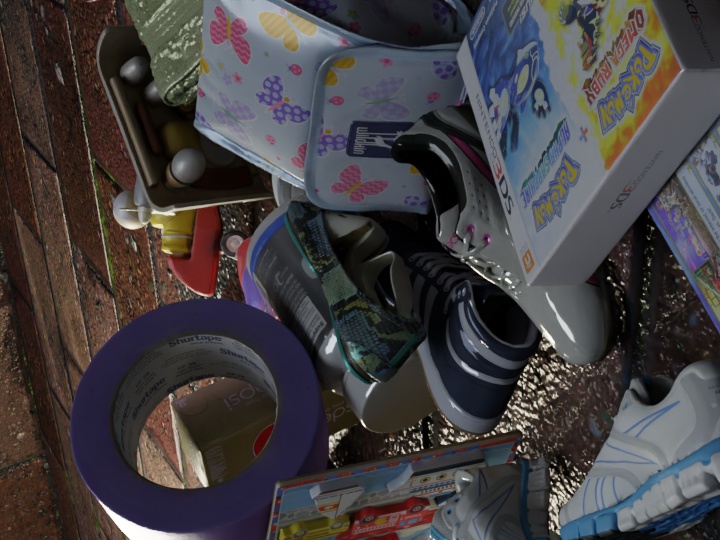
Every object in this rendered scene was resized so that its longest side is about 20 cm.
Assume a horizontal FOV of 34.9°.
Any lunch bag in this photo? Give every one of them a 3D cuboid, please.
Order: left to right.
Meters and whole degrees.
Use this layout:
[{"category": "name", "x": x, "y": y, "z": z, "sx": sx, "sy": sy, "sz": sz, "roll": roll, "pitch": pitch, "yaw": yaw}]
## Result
[{"category": "lunch bag", "x": -0.016, "y": -0.143, "z": 0.846, "sx": 0.200, "sy": 0.127, "sz": 0.170, "roll": 29, "pitch": 142, "yaw": 10}]

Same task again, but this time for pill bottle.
[{"category": "pill bottle", "x": -0.006, "y": 0.034, "z": 0.973, "sx": 0.200, "sy": 0.114, "sz": 0.114, "roll": 52, "pitch": 148, "yaw": 36}]

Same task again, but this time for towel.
[{"category": "towel", "x": -0.142, "y": -0.261, "z": 1.065, "sx": 0.200, "sy": 0.036, "sz": 0.148, "roll": -36, "pitch": 69, "yaw": 33}]

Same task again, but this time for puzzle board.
[{"category": "puzzle board", "x": 0.023, "y": 0.193, "z": 0.913, "sx": 0.151, "sy": 0.200, "sz": 0.017, "roll": 103, "pitch": 152, "yaw": -47}]

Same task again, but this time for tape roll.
[{"category": "tape roll", "x": -0.127, "y": 0.129, "z": 0.932, "sx": 0.200, "sy": 0.200, "sz": 0.085, "roll": 58, "pitch": 167, "yaw": 29}]

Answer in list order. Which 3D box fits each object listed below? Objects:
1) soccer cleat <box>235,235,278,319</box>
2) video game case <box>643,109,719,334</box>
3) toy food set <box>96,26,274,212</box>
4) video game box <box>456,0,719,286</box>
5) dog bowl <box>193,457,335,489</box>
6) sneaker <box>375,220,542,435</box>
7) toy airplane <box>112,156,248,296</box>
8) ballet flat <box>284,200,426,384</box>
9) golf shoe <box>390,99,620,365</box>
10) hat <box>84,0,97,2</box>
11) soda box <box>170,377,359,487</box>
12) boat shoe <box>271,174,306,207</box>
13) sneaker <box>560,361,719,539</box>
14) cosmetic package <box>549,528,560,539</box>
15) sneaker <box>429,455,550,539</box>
[{"category": "soccer cleat", "x": -0.084, "y": 0.057, "z": 1.211, "sx": 0.076, "sy": 0.067, "sz": 0.200, "roll": 1, "pitch": 104, "yaw": 59}, {"category": "video game case", "x": 0.235, "y": -0.004, "z": 0.533, "sx": 0.200, "sy": 0.045, "sz": 0.181, "roll": 65, "pitch": 153, "yaw": 18}, {"category": "toy food set", "x": -0.165, "y": -0.154, "z": 1.149, "sx": 0.060, "sy": 0.143, "sz": 0.200, "roll": -33, "pitch": 74, "yaw": 46}, {"category": "video game box", "x": 0.123, "y": -0.117, "z": 0.646, "sx": 0.200, "sy": 0.047, "sz": 0.182, "roll": 115, "pitch": 145, "yaw": -55}, {"category": "dog bowl", "x": -0.108, "y": 0.271, "z": 1.232, "sx": 0.079, "sy": 0.200, "sz": 0.200, "roll": 58, "pitch": 151, "yaw": 26}, {"category": "sneaker", "x": 0.070, "y": 0.013, "z": 0.860, "sx": 0.200, "sy": 0.070, "sz": 0.109, "roll": 63, "pitch": 146, "yaw": 33}, {"category": "toy airplane", "x": -0.208, "y": -0.092, "z": 1.272, "sx": 0.199, "sy": 0.141, "sz": 0.200, "roll": -105, "pitch": 2, "yaw": -46}, {"category": "ballet flat", "x": 0.000, "y": 0.000, "z": 0.864, "sx": 0.200, "sy": 0.074, "sz": 0.074, "roll": -117, "pitch": 25, "yaw": -43}, {"category": "golf shoe", "x": 0.093, "y": -0.019, "z": 0.760, "sx": 0.200, "sy": 0.092, "sz": 0.073, "roll": 60, "pitch": 153, "yaw": 14}, {"category": "hat", "x": -0.113, "y": -0.294, "z": 0.897, "sx": 0.166, "sy": 0.176, "sz": 0.200, "roll": 42, "pitch": 139, "yaw": 44}, {"category": "soda box", "x": -0.066, "y": 0.120, "z": 1.042, "sx": 0.068, "sy": 0.200, "sz": 0.064, "roll": 48, "pitch": 153, "yaw": 42}, {"category": "boat shoe", "x": -0.046, "y": -0.142, "z": 1.011, "sx": 0.071, "sy": 0.072, "sz": 0.200, "roll": -132, "pitch": 45, "yaw": -56}, {"category": "sneaker", "x": 0.178, "y": 0.113, "z": 0.699, "sx": 0.200, "sy": 0.075, "sz": 0.087, "roll": 126, "pitch": 137, "yaw": -57}, {"category": "cosmetic package", "x": 0.157, "y": 0.274, "z": 0.822, "sx": 0.200, "sy": 0.087, "sz": 0.103, "roll": 23, "pitch": 127, "yaw": 59}, {"category": "sneaker", "x": 0.090, "y": 0.198, "z": 0.795, "sx": 0.200, "sy": 0.087, "sz": 0.075, "roll": -70, "pitch": -20, "yaw": -69}]
